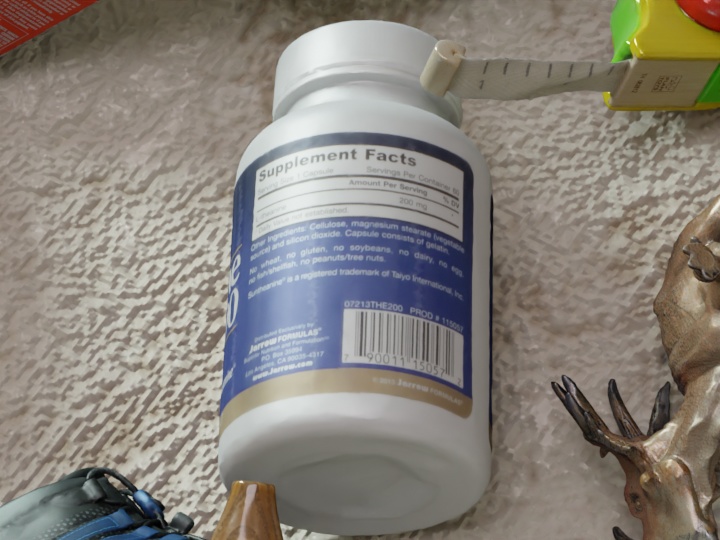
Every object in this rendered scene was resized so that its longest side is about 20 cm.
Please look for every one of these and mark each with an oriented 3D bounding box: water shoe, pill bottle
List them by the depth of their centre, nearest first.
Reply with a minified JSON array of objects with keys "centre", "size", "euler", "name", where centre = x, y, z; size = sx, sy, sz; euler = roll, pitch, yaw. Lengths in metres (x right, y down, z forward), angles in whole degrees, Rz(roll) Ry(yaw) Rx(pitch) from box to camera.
[{"centre":[-0.099,0.115,0.953],"size":[0.200,0.072,0.079],"euler":[-3,64,10],"name":"water shoe"},{"centre":[0.000,0.000,0.988],"size":[0.111,0.111,0.200],"euler":[-3,60,9],"name":"pill bottle"}]

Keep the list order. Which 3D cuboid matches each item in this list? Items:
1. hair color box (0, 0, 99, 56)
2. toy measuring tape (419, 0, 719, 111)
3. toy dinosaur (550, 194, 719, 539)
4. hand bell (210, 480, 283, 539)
[{"centre":[-0.142,-0.181,1.102],"size":[0.200,0.064,0.111],"euler":[-24,54,29],"name":"hair color box"},{"centre":[0.112,-0.107,1.028],"size":[0.200,0.074,0.074],"euler":[-2,55,-24],"name":"toy measuring tape"},{"centre":[0.146,0.020,0.970],"size":[0.086,0.136,0.200],"euler":[35,44,-3],"name":"toy dinosaur"},{"centre":[-0.049,0.177,0.863],"size":[0.104,0.104,0.200],"euler":[3,81,13],"name":"hand bell"}]
